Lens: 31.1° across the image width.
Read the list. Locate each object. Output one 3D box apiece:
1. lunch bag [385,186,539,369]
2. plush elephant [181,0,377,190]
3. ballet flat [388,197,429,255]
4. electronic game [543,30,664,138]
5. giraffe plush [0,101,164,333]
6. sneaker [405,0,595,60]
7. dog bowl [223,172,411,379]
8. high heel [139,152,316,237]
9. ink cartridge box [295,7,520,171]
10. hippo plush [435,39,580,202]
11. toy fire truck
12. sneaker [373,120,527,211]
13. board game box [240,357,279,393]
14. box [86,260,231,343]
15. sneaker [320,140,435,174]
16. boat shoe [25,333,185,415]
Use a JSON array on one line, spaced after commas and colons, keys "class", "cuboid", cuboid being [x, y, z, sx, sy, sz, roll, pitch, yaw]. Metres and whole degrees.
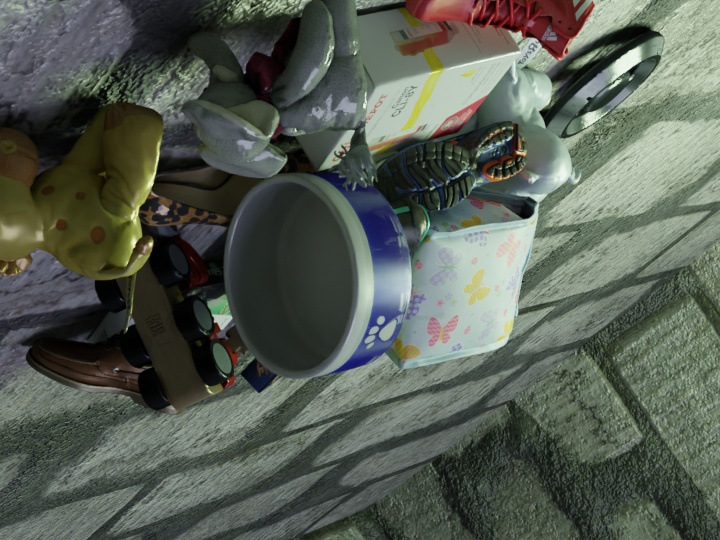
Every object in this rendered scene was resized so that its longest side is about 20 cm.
[{"class": "lunch bag", "cuboid": [0.102, 0.002, 1.431, 0.199, 0.127, 0.170, -8, 120, -35]}, {"class": "plush elephant", "cuboid": [-0.079, -0.152, 1.092, 0.154, 0.201, 0.165, -8, 166, -11]}, {"class": "ballet flat", "cuboid": [0.000, 0.000, 1.342, 0.068, 0.068, 0.200, -7, 139, -36]}, {"class": "electronic game", "cuboid": [0.315, -0.240, 1.691, 0.200, 0.042, 0.200, -35, 169, -8]}, {"class": "giraffe plush", "cuboid": [-0.264, -0.055, 1.073, 0.162, 0.201, 0.173, 10, 150, -20]}, {"class": "sneaker", "cuboid": [0.147, -0.253, 1.239, 0.199, 0.116, 0.078, -24, 161, -26]}, {"class": "dog bowl", "cuboid": [-0.045, 0.003, 1.278, 0.079, 0.201, 0.200, -6, 150, -44]}, {"class": "high heel", "cuboid": [-0.132, -0.087, 1.301, 0.199, 0.072, 0.143, -21, 169, -4]}, {"class": "ink cartridge box", "cuboid": [0.038, -0.188, 1.292, 0.200, 0.084, 0.145, -19, 160, -36]}, {"class": "hippo plush", "cuboid": [0.196, -0.157, 1.517, 0.159, 0.161, 0.200, -14, 157, -43]}, {"class": "toy fire truck", "cuboid": [-0.173, 0.044, 1.438, 0.128, 0.177, 0.200, -25, 178, 17]}, {"class": "sneaker", "cuboid": [0.089, -0.105, 1.384, 0.199, 0.076, 0.078, -17, -176, -36]}, {"class": "board game box", "cuboid": [-0.044, 0.053, 1.529, 0.200, 0.035, 0.135, -45, 176, 18]}, {"class": "box", "cuboid": [-0.221, 0.044, 1.590, 0.200, 0.036, 0.144, -16, 158, -43]}, {"class": "sneaker", "cuboid": [-0.004, -0.103, 1.483, 0.199, 0.078, 0.099, -17, 163, -35]}, {"class": "boat shoe", "cuboid": [-0.286, 0.105, 1.512, 0.199, 0.072, 0.068, 17, 112, -24]}]
